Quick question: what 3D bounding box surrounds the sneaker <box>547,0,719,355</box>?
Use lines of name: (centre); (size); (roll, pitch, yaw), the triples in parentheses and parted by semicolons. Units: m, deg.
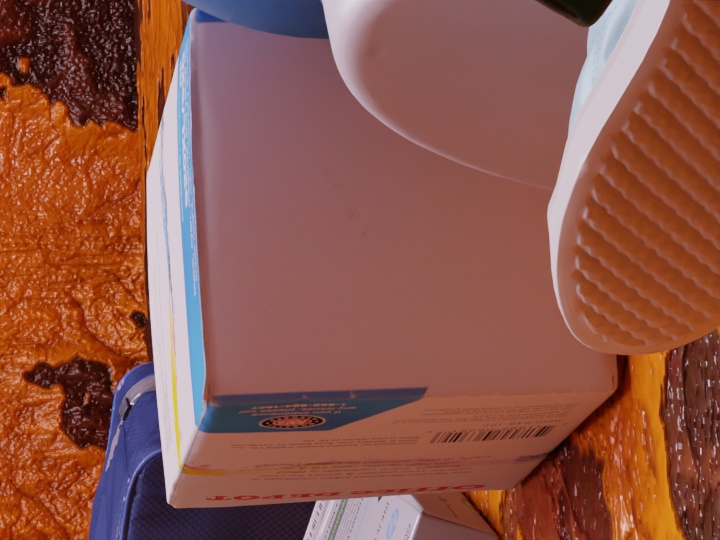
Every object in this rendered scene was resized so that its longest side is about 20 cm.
sneaker: (0.091, -0.075, 0.739); (0.082, 0.074, 0.201); (-103, 25, -55)

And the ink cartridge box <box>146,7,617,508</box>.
ink cartridge box: (0.000, 0.000, 1.073); (0.200, 0.146, 0.146); (120, 147, -73)

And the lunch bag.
lunch bag: (-0.086, 0.144, 1.656); (0.132, 0.135, 0.201); (-117, 36, -65)

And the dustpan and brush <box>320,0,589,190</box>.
dustpan and brush: (0.011, -0.085, 0.836); (0.140, 0.199, 0.057); (99, 173, -55)

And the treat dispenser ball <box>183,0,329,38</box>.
treat dispenser ball: (-0.010, -0.176, 0.921); (0.201, 0.200, 0.202); (178, 90, -81)

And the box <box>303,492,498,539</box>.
box: (0.001, 0.162, 1.299); (0.200, 0.041, 0.157); (-136, 64, -78)

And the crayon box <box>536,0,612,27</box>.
crayon box: (0.077, -0.168, 0.653); (0.200, 0.051, 0.126); (-55, 22, 17)
